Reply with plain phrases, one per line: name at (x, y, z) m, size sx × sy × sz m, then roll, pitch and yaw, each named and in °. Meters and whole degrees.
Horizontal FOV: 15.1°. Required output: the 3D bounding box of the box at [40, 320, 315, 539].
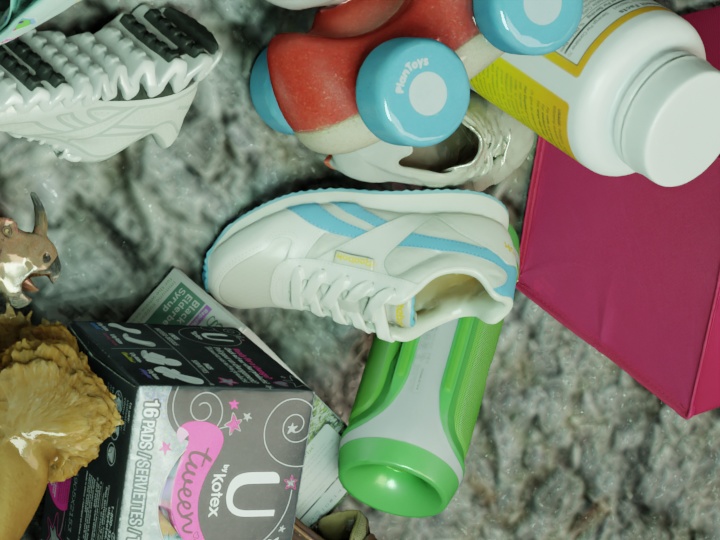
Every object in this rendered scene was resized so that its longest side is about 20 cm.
box at (-0.110, 0.144, 1.581) m, size 0.114 × 0.132 × 0.201 m, roll 1°, pitch 105°, yaw -25°

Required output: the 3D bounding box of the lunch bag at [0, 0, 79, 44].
lunch bag at (-0.145, -0.219, 1.417) m, size 0.170 × 0.122 × 0.201 m, roll -33°, pitch 145°, yaw -26°

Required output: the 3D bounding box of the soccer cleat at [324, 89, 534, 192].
soccer cleat at (0.060, -0.080, 1.730) m, size 0.199 × 0.077 × 0.070 m, roll -5°, pitch 97°, yaw -51°

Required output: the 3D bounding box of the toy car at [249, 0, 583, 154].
toy car at (-0.004, -0.189, 1.574) m, size 0.177 × 0.184 × 0.201 m, roll -38°, pitch 110°, yaw -17°

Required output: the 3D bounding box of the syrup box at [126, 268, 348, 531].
syrup box at (-0.077, 0.089, 1.737) m, size 0.079 × 0.081 × 0.200 m, roll -48°, pitch 140°, yaw -4°

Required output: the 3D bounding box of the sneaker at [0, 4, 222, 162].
sneaker at (-0.168, -0.095, 1.526) m, size 0.199 × 0.075 × 0.081 m, roll -9°, pitch 133°, yaw -40°

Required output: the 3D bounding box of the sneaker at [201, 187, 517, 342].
sneaker at (0.000, 0.000, 1.701) m, size 0.198 × 0.081 × 0.077 m, roll -6°, pitch 141°, yaw -3°

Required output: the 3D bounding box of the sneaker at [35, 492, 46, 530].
sneaker at (-0.167, 0.168, 1.683) m, size 0.060 × 0.105 × 0.200 m, roll -21°, pitch 138°, yaw 0°

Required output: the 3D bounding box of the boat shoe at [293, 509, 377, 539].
boat shoe at (-0.012, 0.191, 1.758) m, size 0.199 × 0.072 × 0.072 m, roll 28°, pitch 86°, yaw -35°

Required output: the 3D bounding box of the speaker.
speaker at (0.046, 0.056, 1.766) m, size 0.089 × 0.088 × 0.201 m, roll 58°, pitch 41°, yaw -49°

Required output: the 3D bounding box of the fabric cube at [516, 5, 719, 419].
fabric cube at (0.249, -0.048, 1.866) m, size 0.198 × 0.200 × 0.197 m, roll -16°, pitch 129°, yaw -33°

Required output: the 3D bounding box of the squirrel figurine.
squirrel figurine at (-0.229, 0.110, 1.521) m, size 0.199 × 0.142 × 0.187 m, roll -31°, pitch 173°, yaw -21°

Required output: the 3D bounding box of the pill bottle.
pill bottle at (0.139, -0.131, 1.693) m, size 0.109 × 0.200 × 0.110 m, roll -25°, pitch 134°, yaw -29°

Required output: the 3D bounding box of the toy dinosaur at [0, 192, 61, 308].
toy dinosaur at (-0.265, -0.036, 1.463) m, size 0.136 × 0.086 × 0.200 m, roll -48°, pitch 135°, yaw -7°
